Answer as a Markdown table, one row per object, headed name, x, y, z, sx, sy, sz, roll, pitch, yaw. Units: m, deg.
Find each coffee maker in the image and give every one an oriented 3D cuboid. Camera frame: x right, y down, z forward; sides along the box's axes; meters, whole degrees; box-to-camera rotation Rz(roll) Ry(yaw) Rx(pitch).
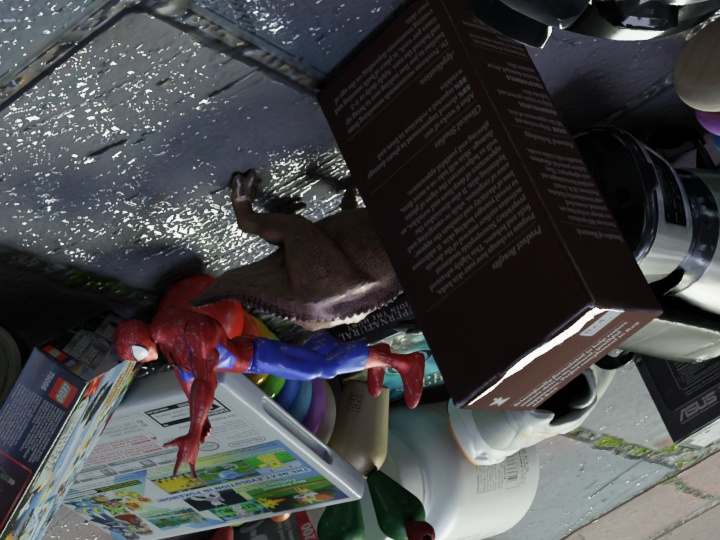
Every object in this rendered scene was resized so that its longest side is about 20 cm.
| name | x | y | z | sx | sy | sz | roll | pitch | yaw |
| --- | --- | --- | --- | --- | --- | --- | --- | --- | --- |
| coffee maker | 0.165 | 0.001 | 1.169 | 0.199 | 0.135 | 0.193 | 10 | 126 | -45 |

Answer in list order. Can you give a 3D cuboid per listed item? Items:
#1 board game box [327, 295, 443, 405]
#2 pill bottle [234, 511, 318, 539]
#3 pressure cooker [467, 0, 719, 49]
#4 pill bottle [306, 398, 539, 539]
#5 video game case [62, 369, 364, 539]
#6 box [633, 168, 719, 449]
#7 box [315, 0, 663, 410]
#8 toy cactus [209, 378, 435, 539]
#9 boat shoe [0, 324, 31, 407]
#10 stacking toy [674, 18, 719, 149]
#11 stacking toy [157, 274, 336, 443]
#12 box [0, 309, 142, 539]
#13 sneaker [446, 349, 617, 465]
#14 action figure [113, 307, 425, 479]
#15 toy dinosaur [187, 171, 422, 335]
| name | x | y | z | sx | sy | sz | roll | pitch | yaw |
| --- | --- | --- | --- | --- | --- | --- | --- | --- | --- |
| board game box | 0.076 | 0.041 | 1.327 | 0.198 | 0.028 | 0.136 | -22 | 156 | -4 |
| pill bottle | -0.084 | 0.271 | 1.546 | 0.199 | 0.115 | 0.114 | -28 | 155 | 10 |
| pressure cooker | 0.105 | -0.189 | 0.715 | 0.174 | 0.180 | 0.200 | -14 | 153 | -26 |
| pill bottle | 0.046 | 0.160 | 1.403 | 0.114 | 0.115 | 0.199 | -37 | 162 | 27 |
| video game case | -0.126 | 0.124 | 1.203 | 0.198 | 0.022 | 0.182 | -15 | 144 | 25 |
| box | 0.276 | 0.010 | 1.285 | 0.199 | 0.159 | 0.048 | -35 | 153 | 23 |
| box | 0.064 | -0.037 | 0.953 | 0.075 | 0.201 | 0.100 | 8 | 141 | -48 |
| toy cactus | -0.019 | 0.159 | 1.278 | 0.199 | 0.167 | 0.102 | 11 | 179 | 39 |
| boat shoe | -0.242 | 0.095 | 1.107 | 0.066 | 0.075 | 0.200 | -11 | 146 | -49 |
| stacking toy | 0.266 | -0.058 | 1.094 | 0.085 | 0.086 | 0.201 | -28 | 118 | 11 |
| stacking toy | -0.082 | 0.061 | 1.187 | 0.085 | 0.086 | 0.200 | -25 | 148 | 4 |
| box | -0.201 | 0.125 | 1.067 | 0.201 | 0.040 | 0.137 | -59 | 177 | 11 |
| sneaker | 0.155 | 0.089 | 1.375 | 0.092 | 0.076 | 0.199 | -23 | -177 | 40 |
| action figure | -0.061 | 0.076 | 1.068 | 0.199 | 0.100 | 0.065 | 14 | 176 | -34 |
| toy dinosaur | 0.000 | 0.000 | 1.051 | 0.198 | 0.136 | 0.086 | -20 | 155 | -7 |
